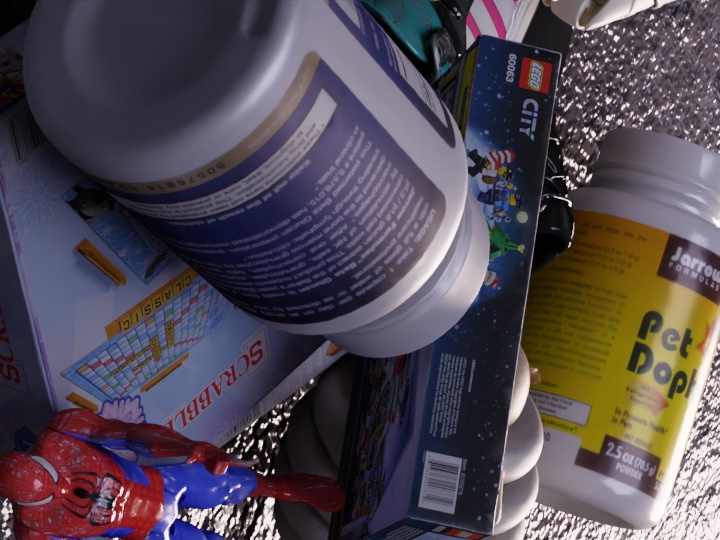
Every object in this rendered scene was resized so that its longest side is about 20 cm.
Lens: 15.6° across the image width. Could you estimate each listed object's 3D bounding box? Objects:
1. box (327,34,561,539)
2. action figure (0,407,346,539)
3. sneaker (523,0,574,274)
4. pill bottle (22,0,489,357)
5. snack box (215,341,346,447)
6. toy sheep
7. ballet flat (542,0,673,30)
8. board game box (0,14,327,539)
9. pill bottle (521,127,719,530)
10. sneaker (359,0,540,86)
[{"bbox_3d":[0.033,0.018,1.099,0.137,0.037,0.202,138,-37,-72],"label":"box"},{"bbox_3d":[-0.056,0.097,0.994,0.200,0.099,0.066,20,87,-54],"label":"action figure"},{"bbox_3d":[0.074,-0.046,1.312,0.076,0.090,0.201,43,64,-51],"label":"sneaker"},{"bbox_3d":[-0.028,-0.044,0.957,0.200,0.110,0.112,45,64,-53],"label":"pill bottle"},{"bbox_3d":[0.000,0.000,1.205,0.200,0.024,0.072,-36,147,-19],"label":"snack box"},{"bbox_3d":[0.018,0.103,1.240,0.138,0.138,0.200,-13,145,-53],"label":"toy sheep"},{"bbox_3d":[0.106,-0.154,1.221,0.071,0.069,0.200,-61,152,-2],"label":"ballet flat"},{"bbox_3d":[-0.077,-0.024,1.032,0.200,0.041,0.201,-41,135,-40],"label":"board game box"},{"bbox_3d":[0.139,0.030,1.415,0.109,0.109,0.201,32,74,-55],"label":"pill bottle"},{"bbox_3d":[0.025,-0.129,1.226,0.121,0.083,0.202,9,94,-66],"label":"sneaker"}]
